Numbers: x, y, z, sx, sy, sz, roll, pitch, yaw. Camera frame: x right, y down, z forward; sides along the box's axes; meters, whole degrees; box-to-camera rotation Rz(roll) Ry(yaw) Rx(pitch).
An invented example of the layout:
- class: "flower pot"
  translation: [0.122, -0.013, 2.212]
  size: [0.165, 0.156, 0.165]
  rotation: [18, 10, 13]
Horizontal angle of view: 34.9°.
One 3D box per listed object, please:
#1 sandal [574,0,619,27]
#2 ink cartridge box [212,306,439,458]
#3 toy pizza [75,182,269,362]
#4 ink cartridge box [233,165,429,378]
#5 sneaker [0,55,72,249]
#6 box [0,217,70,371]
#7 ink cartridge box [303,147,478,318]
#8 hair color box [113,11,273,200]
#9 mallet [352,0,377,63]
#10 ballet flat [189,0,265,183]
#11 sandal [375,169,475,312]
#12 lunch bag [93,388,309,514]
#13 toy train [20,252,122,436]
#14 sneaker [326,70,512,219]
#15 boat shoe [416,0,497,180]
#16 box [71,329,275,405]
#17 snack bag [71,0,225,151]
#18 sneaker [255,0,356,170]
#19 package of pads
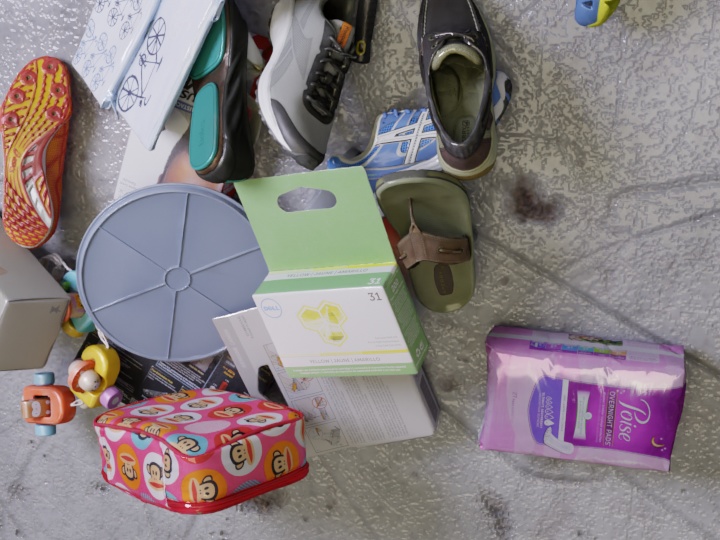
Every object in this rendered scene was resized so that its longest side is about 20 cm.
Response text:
- class: "sandal"
  translation: [0.196, -0.317, 1.011]
  size: [0.087, 0.079, 0.201]
  rotation: [1, 100, 17]
- class: "ink cartridge box"
  translation: [-0.033, 0.098, 1.186]
  size: [0.175, 0.045, 0.201]
  rotation: [-13, 118, 19]
- class: "toy pizza"
  translation: [-0.184, 0.002, 1.156]
  size: [0.199, 0.032, 0.201]
  rotation: [-3, 117, -6]
- class: "ink cartridge box"
  translation: [-0.033, 0.008, 1.059]
  size: [0.145, 0.048, 0.201]
  rotation: [-4, 124, 29]
- class: "sneaker"
  translation: [-0.343, -0.125, 1.203]
  size: [0.073, 0.077, 0.201]
  rotation: [10, 94, -9]
- class: "box"
  translation: [-0.396, 0.011, 1.203]
  size: [0.200, 0.078, 0.095]
  rotation: [40, 115, 33]
- class: "ink cartridge box"
  translation: [0.000, 0.000, 1.170]
  size: [0.162, 0.050, 0.200]
  rotation: [34, 109, 1]
- class: "hair color box"
  translation: [-0.167, -0.150, 1.154]
  size: [0.110, 0.064, 0.201]
  rotation: [21, 112, 5]
- class: "mallet"
  translation: [0.022, -0.294, 1.080]
  size: [0.065, 0.041, 0.201]
  rotation: [5, 113, 10]
- class: "ballet flat"
  translation: [-0.125, -0.172, 1.060]
  size: [0.068, 0.068, 0.201]
  rotation: [-14, 70, 43]
- class: "sandal"
  translation: [0.069, -0.019, 1.053]
  size: [0.079, 0.058, 0.201]
  rotation: [-9, 138, 14]
- class: "lunch bag"
  translation: [-0.148, 0.167, 1.131]
  size: [0.199, 0.176, 0.082]
  rotation: [7, 107, 49]
- class: "toy train"
  translation: [-0.323, 0.084, 1.223]
  size: [0.150, 0.056, 0.201]
  rotation: [4, 95, 33]
- class: "sneaker"
  translation: [0.057, -0.127, 1.077]
  size: [0.200, 0.076, 0.077]
  rotation: [-39, 99, -3]
- class: "boat shoe"
  translation: [0.089, -0.182, 1.030]
  size: [0.071, 0.066, 0.202]
  rotation: [-5, 68, 4]
- class: "box"
  translation: [-0.195, 0.094, 1.246]
  size: [0.200, 0.050, 0.158]
  rotation: [33, 112, 1]
- class: "snack bag"
  translation: [-0.206, -0.233, 1.094]
  size: [0.200, 0.021, 0.189]
  rotation: [50, 118, 40]
- class: "sneaker"
  translation: [-0.043, -0.184, 1.048]
  size: [0.079, 0.201, 0.074]
  rotation: [-18, 145, 32]
- class: "package of pads"
  translation: [0.219, 0.128, 1.145]
  size: [0.199, 0.076, 0.121]
  rotation: [6, 112, 12]
